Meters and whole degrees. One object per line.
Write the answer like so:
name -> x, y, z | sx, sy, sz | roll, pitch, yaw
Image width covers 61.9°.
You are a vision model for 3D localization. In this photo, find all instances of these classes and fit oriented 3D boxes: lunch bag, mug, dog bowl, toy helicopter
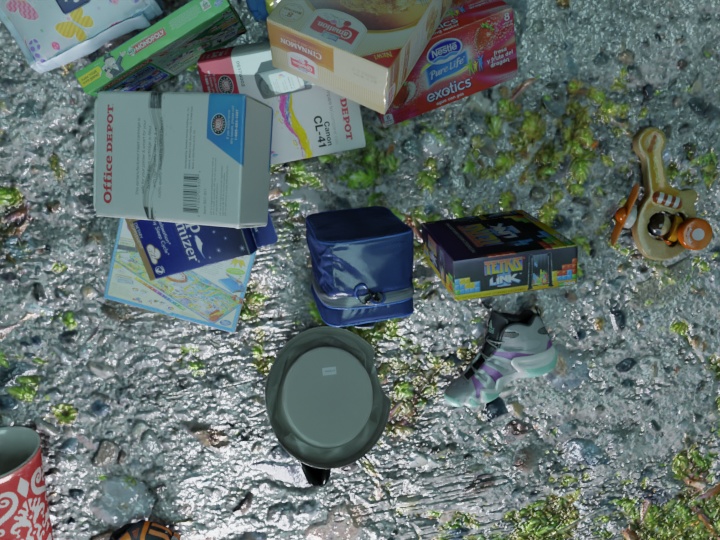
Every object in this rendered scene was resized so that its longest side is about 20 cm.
lunch bag -> 0.000, 0.000, 0.826 | 0.132, 0.200, 0.135 | -7, 110, -9
mug -> -0.553, 0.357, 0.927 | 0.132, 0.176, 0.205 | -18, 116, -39
dog bowl -> -0.053, 0.190, 0.906 | 0.195, 0.059, 0.205 | 5, 75, -18
toy helicopter -> 0.445, -0.115, 0.919 | 0.129, 0.079, 0.205 | -12, 96, 7
lunch bag -> -0.334, -0.349, 0.696 | 0.167, 0.127, 0.204 | -24, 76, 3

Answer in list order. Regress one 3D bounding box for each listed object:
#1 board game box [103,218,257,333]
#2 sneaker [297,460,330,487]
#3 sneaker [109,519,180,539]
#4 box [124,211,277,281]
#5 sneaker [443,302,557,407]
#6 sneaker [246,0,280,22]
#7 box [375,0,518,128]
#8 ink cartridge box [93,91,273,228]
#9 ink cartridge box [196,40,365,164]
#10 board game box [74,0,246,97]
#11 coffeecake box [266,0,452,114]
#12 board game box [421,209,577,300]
board game box -> -0.262, 0.000, 0.884 | 0.196, 0.034, 0.137 | 17, 103, -10
sneaker -> -0.084, 0.244, 0.944 | 0.074, 0.088, 0.204 | -19, 107, 0
sneaker -> -0.390, 0.503, 1.000 | 0.110, 0.078, 0.203 | 28, 91, -9
box -> -0.219, -0.067, 0.807 | 0.196, 0.032, 0.124 | -14, 107, 15
sneaker -> 0.206, 0.120, 0.952 | 0.197, 0.078, 0.142 | -25, 106, -9
sneaker -> -0.117, -0.412, 0.764 | 0.075, 0.104, 0.205 | 14, 73, -40
box -> 0.097, -0.284, 0.795 | 0.196, 0.101, 0.097 | -21, 132, 1
ink cartridge box -> -0.213, -0.133, 0.724 | 0.195, 0.084, 0.149 | 6, 97, 15
ink cartridge box -> -0.100, -0.226, 0.797 | 0.195, 0.086, 0.151 | -10, 116, 1
board game box -> -0.242, -0.277, 0.755 | 0.197, 0.135, 0.030 | -30, 99, 3
coffeecake box -> 0.007, -0.302, 0.698 | 0.151, 0.073, 0.202 | 25, 66, 10
board game box -> 0.184, -0.029, 0.837 | 0.161, 0.200, 0.058 | -7, 109, -5
